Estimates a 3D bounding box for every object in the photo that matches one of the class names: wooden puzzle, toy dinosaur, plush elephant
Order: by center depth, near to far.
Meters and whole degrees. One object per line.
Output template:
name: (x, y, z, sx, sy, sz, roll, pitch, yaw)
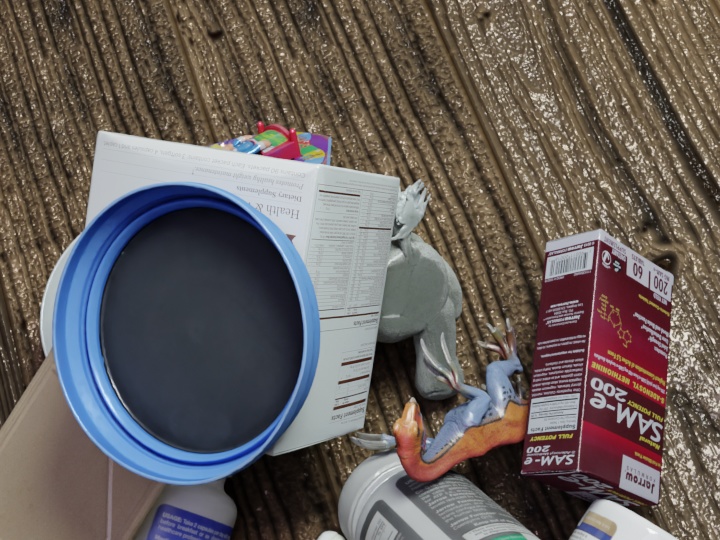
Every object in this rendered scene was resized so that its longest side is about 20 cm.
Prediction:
toy dinosaur: (0.095, 0.112, 0.905, 0.199, 0.105, 0.182, 13, 30, 12)
wooden puzzle: (-0.242, 0.178, 0.942, 0.185, 0.037, 0.201, 35, 97, 37)
plush elephant: (0.000, 0.000, 0.999, 0.164, 0.155, 0.201, -2, 111, -25)

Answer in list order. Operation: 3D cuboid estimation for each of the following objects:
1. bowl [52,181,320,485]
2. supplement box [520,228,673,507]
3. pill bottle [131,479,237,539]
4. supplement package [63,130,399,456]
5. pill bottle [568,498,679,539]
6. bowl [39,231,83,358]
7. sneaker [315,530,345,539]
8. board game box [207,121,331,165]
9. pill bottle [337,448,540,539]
bowl: (-0.117, 0.041, 0.774, 0.200, 0.039, 0.202, 1, 91, 25)
supplement box: (0.195, 0.081, 0.933, 0.061, 0.109, 0.201, -14, 59, 47)
pill bottle: (-0.169, 0.231, 0.966, 0.112, 0.112, 0.201, 13, 74, 16)
supplement package: (-0.095, 0.011, 0.867, 0.190, 0.147, 0.201, 10, 95, 25)
pill bottle: (0.175, 0.286, 0.874, 0.111, 0.111, 0.200, 31, 80, 20)
bowl: (-0.180, 0.044, 1.047, 0.200, 0.090, 0.202, -4, 71, 11)
sneaker: (-0.014, 0.314, 0.932, 0.081, 0.075, 0.201, 0, 78, 3)
board game box: (-0.108, -0.104, 1.044, 0.157, 0.039, 0.200, -8, 27, 5)
pill bottle: (0.065, 0.217, 0.875, 0.113, 0.113, 0.200, -46, 29, -6)
